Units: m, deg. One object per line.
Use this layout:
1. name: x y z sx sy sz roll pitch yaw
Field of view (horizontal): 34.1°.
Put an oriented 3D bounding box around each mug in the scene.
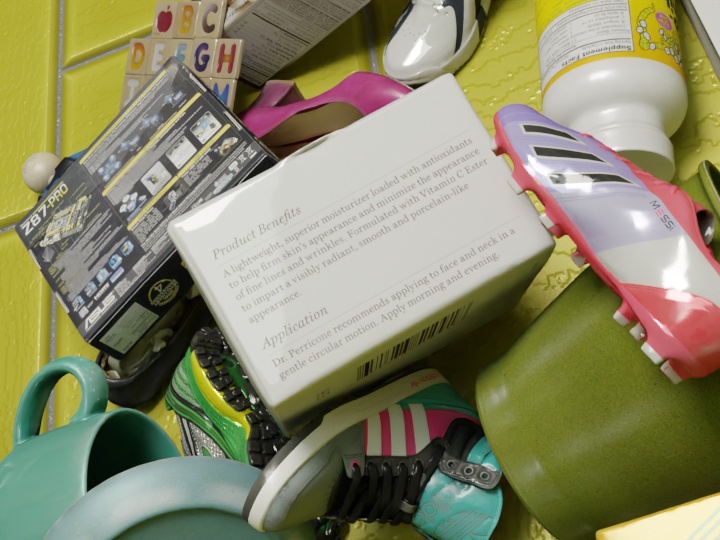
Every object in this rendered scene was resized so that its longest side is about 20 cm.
1. mug: -0.202 0.176 0.857 0.114 0.152 0.186 -20 51 18

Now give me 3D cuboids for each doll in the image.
1. doll: -0.241 -0.059 1.051 0.200 0.048 0.137 31 95 41

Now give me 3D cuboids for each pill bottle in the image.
1. pill bottle: 0.183 -0.154 0.864 0.104 0.104 0.201 -11 62 21

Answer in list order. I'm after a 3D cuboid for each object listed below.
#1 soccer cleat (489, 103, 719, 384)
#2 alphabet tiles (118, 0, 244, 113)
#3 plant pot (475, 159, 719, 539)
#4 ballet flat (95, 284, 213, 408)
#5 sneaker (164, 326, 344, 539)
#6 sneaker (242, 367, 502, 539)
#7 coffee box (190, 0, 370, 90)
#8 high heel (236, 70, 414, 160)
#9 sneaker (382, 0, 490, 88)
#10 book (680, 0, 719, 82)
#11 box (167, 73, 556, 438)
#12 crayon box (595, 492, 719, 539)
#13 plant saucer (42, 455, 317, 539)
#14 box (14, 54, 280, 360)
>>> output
1. soccer cleat: 0.141 -0.029 0.626 0.076 0.067 0.200 -38 52 9
2. alphabet tiles: -0.165 -0.136 1.024 0.166 0.006 0.201 12 93 46
3. plant pot: 0.181 0.069 0.715 0.193 0.200 0.201 -33 55 21
4. ballet flat: -0.151 0.021 0.959 0.073 0.073 0.200 29 80 34
5. sneaker: -0.080 0.142 0.873 0.085 0.078 0.200 -53 55 33
6. sneaker: 0.028 0.144 0.761 0.121 0.200 0.084 39 129 25
7. coffee box: -0.058 -0.261 1.006 0.200 0.080 0.115 -30 52 40
8. high heel: -0.030 -0.109 0.966 0.200 0.067 0.096 6 57 44
9. sneaker: 0.069 -0.255 0.955 0.199 0.130 0.079 -49 54 -3
10. book: 0.319 -0.179 0.851 0.133 0.048 0.201 -21 56 11
11. box: 0.000 0.000 0.778 0.198 0.200 0.131 -29 79 -7
12. crayon box: 0.214 0.160 0.646 0.199 0.126 0.052 -22 58 15
13. plant saucer: -0.118 0.217 0.769 0.200 0.200 0.027 -44 28 0
14. box: -0.170 -0.053 0.933 0.200 0.049 0.161 -47 53 3
